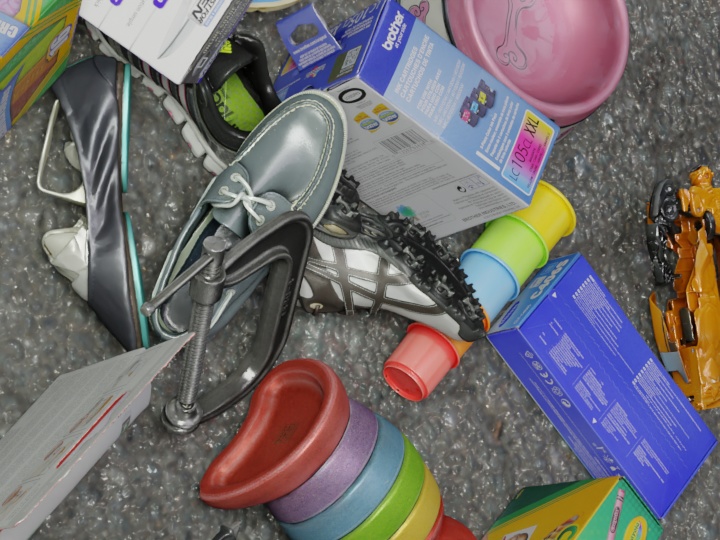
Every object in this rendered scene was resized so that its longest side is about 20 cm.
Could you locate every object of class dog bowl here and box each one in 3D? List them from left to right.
[{"bbox_3d":[0.128,-0.194,1.450,0.199,0.074,0.201,8,76,-32],"label":"dog bowl"}]

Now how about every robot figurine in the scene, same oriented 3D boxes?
[{"bbox_3d":[0.289,0.013,1.525,0.145,0.058,0.201,-3,83,-35],"label":"robot figurine"}]

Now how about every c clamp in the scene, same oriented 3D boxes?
[{"bbox_3d":[-0.093,0.038,1.199,0.027,0.200,0.171,33,52,19],"label":"c clamp"}]

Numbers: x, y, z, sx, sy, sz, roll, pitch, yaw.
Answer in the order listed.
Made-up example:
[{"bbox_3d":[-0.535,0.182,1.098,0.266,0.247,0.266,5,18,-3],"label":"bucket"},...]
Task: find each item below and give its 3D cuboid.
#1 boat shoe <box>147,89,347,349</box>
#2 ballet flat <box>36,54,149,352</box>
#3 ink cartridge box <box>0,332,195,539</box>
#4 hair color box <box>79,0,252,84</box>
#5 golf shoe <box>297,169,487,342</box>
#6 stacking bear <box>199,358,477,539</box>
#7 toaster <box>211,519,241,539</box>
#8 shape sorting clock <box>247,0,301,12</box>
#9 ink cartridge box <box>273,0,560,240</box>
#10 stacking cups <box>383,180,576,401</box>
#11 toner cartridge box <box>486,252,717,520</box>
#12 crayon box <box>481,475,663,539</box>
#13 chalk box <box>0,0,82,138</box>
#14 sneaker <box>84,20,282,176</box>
[{"bbox_3d":[-0.075,-0.032,1.224,0.073,0.062,0.200,36,96,2],"label":"boat shoe"},{"bbox_3d":[-0.180,-0.042,1.222,0.073,0.073,0.201,-3,88,-34],"label":"ballet flat"},{"bbox_3d":[-0.178,0.118,1.102,0.050,0.200,0.161,50,59,-16],"label":"ink cartridge box"},{"bbox_3d":[-0.162,-0.221,1.197,0.200,0.065,0.109,36,100,4],"label":"hair color box"},{"bbox_3d":[0.000,0.000,1.321,0.200,0.095,0.078,37,25,-15],"label":"golf shoe"},{"bbox_3d":[0.007,0.168,1.278,0.200,0.114,0.122,45,60,-24],"label":"stacking bear"},{"bbox_3d":[-0.152,0.277,1.136,0.199,0.119,0.182,-20,92,-35],"label":"toaster"},{"bbox_3d":[-0.106,-0.266,1.300,0.199,0.039,0.201,21,48,-25],"label":"shape sorting clock"},{"bbox_3d":[0.022,-0.112,1.323,0.200,0.136,0.077,33,62,-24],"label":"ink cartridge box"},{"bbox_3d":[0.085,0.013,1.390,0.061,0.060,0.200,51,60,-14],"label":"stacking cups"},{"bbox_3d":[0.192,0.094,1.452,0.200,0.043,0.095,53,56,-14],"label":"toner cartridge box"},{"bbox_3d":[0.117,0.239,1.324,0.058,0.119,0.200,51,57,-14],"label":"crayon box"},{"bbox_3d":[-0.276,-0.124,1.114,0.124,0.124,0.200,35,61,1],"label":"chalk box"},{"bbox_3d":[-0.113,-0.150,1.269,0.074,0.087,0.200,-46,106,-32],"label":"sneaker"}]
